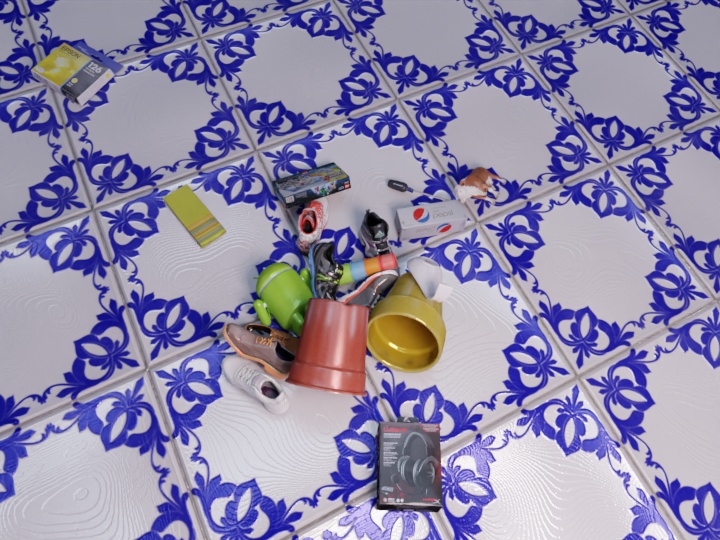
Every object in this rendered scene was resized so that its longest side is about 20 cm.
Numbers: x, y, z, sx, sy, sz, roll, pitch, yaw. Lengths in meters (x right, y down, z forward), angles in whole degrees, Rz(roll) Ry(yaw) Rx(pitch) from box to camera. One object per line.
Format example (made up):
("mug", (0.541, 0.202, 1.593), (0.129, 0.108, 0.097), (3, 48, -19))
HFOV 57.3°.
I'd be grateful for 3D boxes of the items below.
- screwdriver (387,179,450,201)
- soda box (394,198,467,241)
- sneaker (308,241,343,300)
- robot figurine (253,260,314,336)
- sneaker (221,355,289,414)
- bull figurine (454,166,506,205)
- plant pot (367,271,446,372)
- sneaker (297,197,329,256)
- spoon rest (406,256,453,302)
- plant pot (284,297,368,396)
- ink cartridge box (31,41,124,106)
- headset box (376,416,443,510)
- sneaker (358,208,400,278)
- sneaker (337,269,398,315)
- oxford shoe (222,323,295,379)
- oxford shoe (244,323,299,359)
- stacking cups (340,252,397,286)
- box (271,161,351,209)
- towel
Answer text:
("screwdriver", (0.165, -0.222, 1.883), (0.196, 0.028, 0.029), (24, 57, 24))
("soda box", (0.196, -0.142, 1.841), (0.193, 0.064, 0.070), (-9, 61, -10))
("sneaker", (-0.079, 0.020, 1.656), (0.081, 0.070, 0.206), (-18, 69, 20))
("robot figurine", (-0.186, 0.066, 1.665), (0.174, 0.117, 0.201), (-34, 68, -22))
("sneaker", (-0.249, 0.256, 1.565), (0.197, 0.100, 0.076), (31, 65, 14))
("bull figurine", (0.341, -0.239, 1.875), (0.119, 0.066, 0.201), (29, 37, 7))
("plant pot", (0.124, 0.113, 1.630), (0.195, 0.204, 0.191), (17, 45, 6))
("sneaker", (-0.125, -0.151, 1.795), (0.065, 0.109, 0.206), (12, 60, 3))
("spoon rest", (0.168, 0.021, 1.588), (0.097, 0.062, 0.201), (18, 18, -17))
("plant pot", (-0.064, 0.174, 1.530), (0.194, 0.201, 0.202), (10, 84, 1))
("ink cartridge box", (-0.873, -0.626, 2.038), (0.194, 0.047, 0.202), (29, 65, 12))
("headset box", (0.110, 0.438, 1.505), (0.143, 0.078, 0.206), (3, 62, -2))
("sneaker", (0.052, -0.071, 1.744), (0.076, 0.141, 0.203), (-23, 64, -17))
("sneaker", (0.023, 0.079, 1.689), (0.197, 0.077, 0.083), (-35, 66, 1))
("oxford shoe", (-0.235, 0.176, 1.565), (0.198, 0.073, 0.072), (35, 34, -21))
("oxford shoe", (-0.200, 0.181, 1.628), (0.194, 0.072, 0.073), (15, 58, 2))
("stacking cups", (0.000, 0.000, 1.714), (0.194, 0.061, 0.062), (-13, 60, 10))
("box", (-0.139, -0.241, 1.846), (0.195, 0.039, 0.137), (-19, 30, -14))
("towel", (-0.460, -0.152, 1.824), (0.085, 0.018, 0.200), (-33, 67, -26))
